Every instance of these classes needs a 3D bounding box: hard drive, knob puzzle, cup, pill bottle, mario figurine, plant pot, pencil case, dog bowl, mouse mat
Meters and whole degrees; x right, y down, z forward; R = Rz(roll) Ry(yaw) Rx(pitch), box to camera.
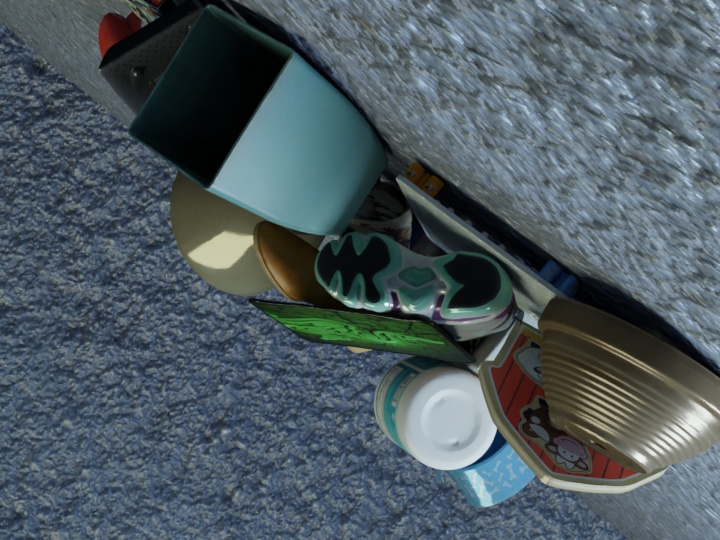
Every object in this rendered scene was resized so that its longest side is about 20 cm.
[{"bbox_3d":[-0.151,-0.179,1.490,0.200,0.134,0.042,45,-156,-45],"label":"hard drive"},{"bbox_3d":[0.202,0.132,1.411,0.218,0.031,0.220,17,-144,-13],"label":"knob puzzle"},{"bbox_3d":[-0.111,-0.080,1.847,0.200,0.201,0.143,41,148,-24],"label":"cup"},{"bbox_3d":[0.078,0.155,1.705,0.111,0.111,0.200,40,176,-10],"label":"pill bottle"},{"bbox_3d":[-0.209,-0.243,1.743,0.199,0.107,0.123,30,143,-28],"label":"mario figurine"},{"bbox_3d":[0.230,0.114,1.321,0.200,0.093,0.201,30,173,4],"label":"plant pot"},{"bbox_3d":[0.008,-0.009,1.624,0.089,0.078,0.201,26,140,21],"label":"pencil case"},{"bbox_3d":[-0.077,-0.122,1.405,0.141,0.142,0.200,34,-177,44],"label":"plant pot"},{"bbox_3d":[0.138,0.204,1.754,0.050,0.111,0.200,54,171,-19],"label":"dog bowl"},{"bbox_3d":[0.004,0.061,1.496,0.199,0.008,0.161,8,166,24],"label":"mouse mat"}]

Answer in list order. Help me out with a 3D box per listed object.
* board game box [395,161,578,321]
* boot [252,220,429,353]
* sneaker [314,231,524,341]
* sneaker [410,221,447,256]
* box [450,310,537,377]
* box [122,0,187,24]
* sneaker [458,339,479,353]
[{"bbox_3d":[0.133,-0.011,1.448,0.200,0.026,0.200,37,175,19],"label":"board game box"},{"bbox_3d":[0.000,0.001,1.536,0.144,0.071,0.201,-23,123,37],"label":"boot"},{"bbox_3d":[0.061,0.028,1.459,0.199,0.078,0.140,13,164,25],"label":"sneaker"},{"bbox_3d":[0.042,-0.014,1.749,0.111,0.077,0.200,32,169,15],"label":"sneaker"},{"bbox_3d":[0.173,0.098,1.697,0.124,0.098,0.200,41,175,-14],"label":"box"},{"bbox_3d":[-0.172,-0.241,1.550,0.137,0.040,0.200,36,174,45],"label":"box"},{"bbox_3d":[0.091,0.058,1.643,0.060,0.105,0.200,12,144,-17],"label":"sneaker"}]
